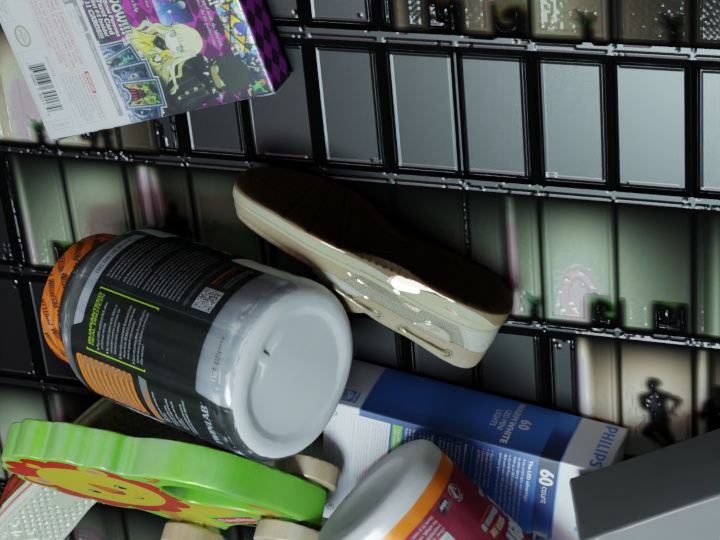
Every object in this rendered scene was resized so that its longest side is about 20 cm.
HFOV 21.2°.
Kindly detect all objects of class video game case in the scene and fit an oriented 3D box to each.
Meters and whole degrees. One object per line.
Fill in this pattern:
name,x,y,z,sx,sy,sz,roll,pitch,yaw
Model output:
video game case,-0.160,-0.193,1.244,0.181,0.036,0.200,-9,114,27

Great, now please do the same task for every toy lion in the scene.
toy lion,-0.142,0.142,1.322,0.191,0.069,0.200,25,159,-32

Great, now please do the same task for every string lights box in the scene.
string lights box,0.075,0.140,1.323,0.200,0.059,0.103,14,123,15

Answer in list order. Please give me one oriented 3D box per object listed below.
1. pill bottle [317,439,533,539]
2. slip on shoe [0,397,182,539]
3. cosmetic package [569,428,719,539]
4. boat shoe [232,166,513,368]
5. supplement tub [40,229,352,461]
pill bottle,0.074,0.215,1.264,0.200,0.110,0.110,44,125,-8
slip on shoe,-0.203,0.134,1.437,0.074,0.061,0.200,32,118,-31
cosmetic package,0.241,0.161,1.214,0.200,0.090,0.107,-23,111,8
boat shoe,0.000,0.000,1.269,0.200,0.072,0.065,27,124,0
supplement tub,-0.114,0.043,1.286,0.200,0.122,0.123,19,127,38
